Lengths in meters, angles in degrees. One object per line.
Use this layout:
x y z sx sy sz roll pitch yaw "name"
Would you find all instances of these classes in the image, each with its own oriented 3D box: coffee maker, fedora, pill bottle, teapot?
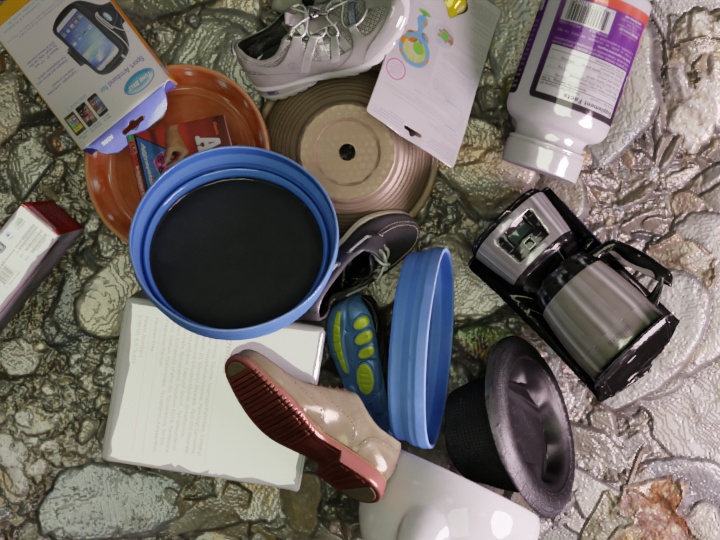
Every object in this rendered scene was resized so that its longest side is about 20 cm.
0.213 0.031 1.635 0.134 0.192 0.200 -36 72 -21 "coffee maker"
0.146 0.167 1.641 0.091 0.200 0.202 -12 94 27 "fedora"
0.216 -0.197 1.636 0.111 0.111 0.201 19 93 -3 "pill bottle"
0.075 0.277 1.591 0.200 0.197 0.147 28 83 -29 "teapot"

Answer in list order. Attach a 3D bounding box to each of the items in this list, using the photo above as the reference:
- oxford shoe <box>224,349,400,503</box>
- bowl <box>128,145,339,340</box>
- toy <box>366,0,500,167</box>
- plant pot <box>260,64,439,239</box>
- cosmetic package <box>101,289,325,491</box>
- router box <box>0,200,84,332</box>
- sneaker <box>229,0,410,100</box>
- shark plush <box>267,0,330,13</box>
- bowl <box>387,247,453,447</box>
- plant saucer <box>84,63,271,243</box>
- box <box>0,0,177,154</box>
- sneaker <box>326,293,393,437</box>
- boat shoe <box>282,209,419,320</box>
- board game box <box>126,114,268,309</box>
-0.045 0.135 1.517 0.200 0.070 0.075 44 55 -16 "oxford shoe"
-0.120 -0.024 1.517 0.199 0.039 0.202 -1 62 1 "bowl"
0.068 -0.213 1.633 0.115 0.047 0.201 31 65 -25 "toy"
-0.015 -0.121 1.645 0.200 0.093 0.202 0 94 -1 "plant pot"
-0.144 0.116 1.617 0.199 0.167 0.167 9 92 -1 "cosmetic package"
-0.370 0.022 1.599 0.049 0.180 0.200 39 91 -4 "router box"
-0.041 -0.234 1.585 0.199 0.082 0.075 -25 52 25 "sneaker"
-0.006 -0.322 1.648 0.200 0.091 0.083 -35 62 6 "shark plush"
0.061 0.077 1.599 0.039 0.201 0.202 4 93 10 "bowl"
-0.188 -0.113 1.648 0.199 0.032 0.201 -1 83 11 "plant saucer"
-0.282 -0.216 1.639 0.119 0.041 0.200 -38 85 5 "box"
0.009 0.119 1.668 0.070 0.083 0.201 1 109 21 "sneaker"
0.000 0.000 1.587 0.200 0.063 0.073 -29 129 -39 "boat shoe"
-0.162 -0.058 1.569 0.102 0.019 0.201 -13 63 -8 "board game box"
